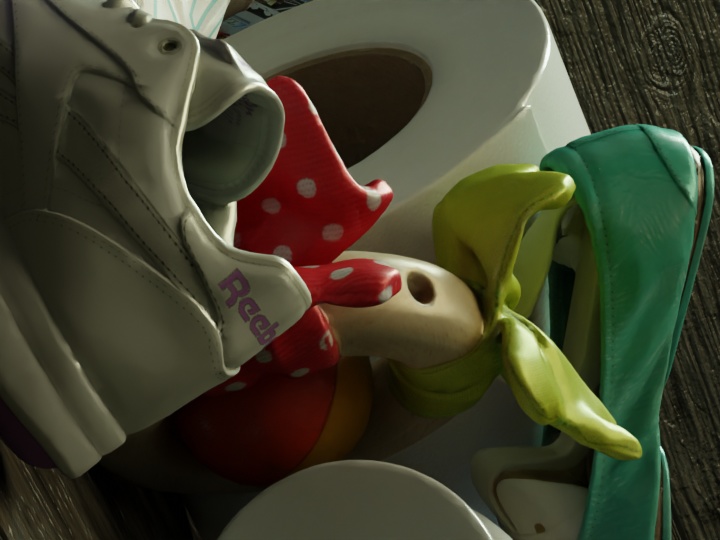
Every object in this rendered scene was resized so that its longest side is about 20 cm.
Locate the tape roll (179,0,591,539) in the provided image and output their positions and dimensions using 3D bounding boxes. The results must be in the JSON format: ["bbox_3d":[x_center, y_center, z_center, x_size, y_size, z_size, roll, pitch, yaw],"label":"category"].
[{"bbox_3d":[0.000,0.000,0.982,0.203,0.202,0.140,-114,180,-61],"label":"tape roll"}]

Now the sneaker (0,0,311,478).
[{"bbox_3d":[-0.075,-0.043,0.677,0.201,0.099,0.075,64,2,30],"label":"sneaker"}]

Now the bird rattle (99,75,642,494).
[{"bbox_3d":[-0.015,0.030,0.791,0.199,0.163,0.113,-1,61,-47],"label":"bird rattle"}]

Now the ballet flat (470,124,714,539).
[{"bbox_3d":[0.073,0.049,0.890,0.067,0.070,0.201,-146,-120,-73],"label":"ballet flat"}]

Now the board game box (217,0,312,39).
[{"bbox_3d":[-0.043,-0.097,1.162,0.127,0.199,0.035,91,20,-50],"label":"board game box"}]

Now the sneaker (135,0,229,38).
[{"bbox_3d":[-0.076,-0.077,0.795,0.080,0.070,0.202,4,89,-80],"label":"sneaker"}]

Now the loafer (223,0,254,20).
[{"bbox_3d":[-0.072,-0.127,1.058,0.071,0.201,0.073,34,-29,-11],"label":"loafer"}]

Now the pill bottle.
[{"bbox_3d":[0.014,0.136,0.834,0.200,0.113,0.114,66,0,-66],"label":"pill bottle"}]
